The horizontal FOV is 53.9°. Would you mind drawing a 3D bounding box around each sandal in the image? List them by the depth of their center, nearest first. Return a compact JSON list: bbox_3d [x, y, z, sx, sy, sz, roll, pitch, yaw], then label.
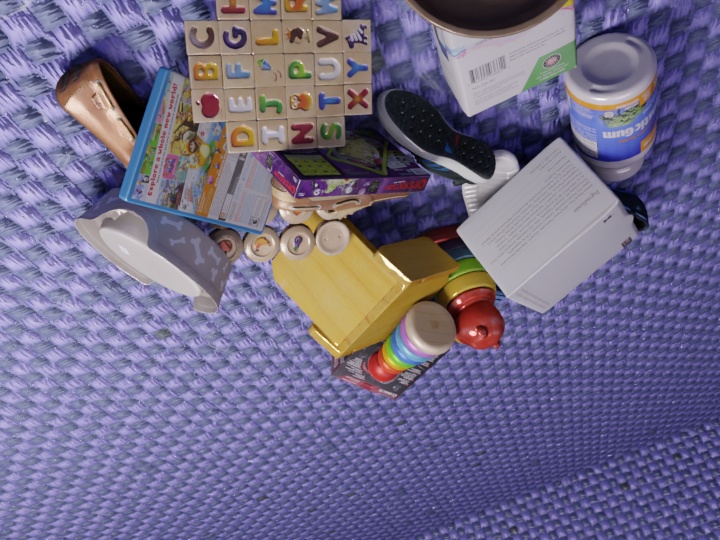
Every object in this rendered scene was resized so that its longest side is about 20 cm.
[{"bbox_3d":[0.191,-0.124,1.067,0.082,0.050,0.203,-2,151,3],"label":"sandal"}]

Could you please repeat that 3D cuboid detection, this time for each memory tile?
[{"bbox_3d":[-0.107,-0.084,0.924,0.198,0.017,0.155,-6,112,-21],"label":"memory tile"}]

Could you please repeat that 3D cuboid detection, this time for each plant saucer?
[{"bbox_3d":[0.118,-0.315,0.659,0.199,0.201,0.029,-24,180,6],"label":"plant saucer"}]

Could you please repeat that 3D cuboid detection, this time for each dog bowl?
[{"bbox_3d":[-0.248,-0.025,0.872,0.199,0.059,0.200,26,159,11],"label":"dog bowl"}]

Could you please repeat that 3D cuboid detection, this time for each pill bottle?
[{"bbox_3d":[0.343,-0.211,0.961,0.111,0.113,0.200,-25,145,8],"label":"pill bottle"}]

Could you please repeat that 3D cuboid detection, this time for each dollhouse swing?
[{"bbox_3d":[0.000,0.000,1.083,0.181,0.176,0.200,-15,153,-48],"label":"dollhouse swing"}]

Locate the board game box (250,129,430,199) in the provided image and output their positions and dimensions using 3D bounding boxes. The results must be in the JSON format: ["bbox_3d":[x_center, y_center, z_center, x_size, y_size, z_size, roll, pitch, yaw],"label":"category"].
[{"bbox_3d":[-0.025,-0.131,0.840,0.199,0.120,0.032,-8,136,-40],"label":"board game box"}]

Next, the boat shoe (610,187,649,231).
[{"bbox_3d":[0.409,-0.101,1.186,0.198,0.069,0.084,-3,143,-20],"label":"boat shoe"}]

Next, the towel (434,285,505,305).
[{"bbox_3d":[0.177,0.084,1.344,0.111,0.049,0.200,16,133,-40],"label":"towel"}]

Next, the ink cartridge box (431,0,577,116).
[{"bbox_3d":[0.152,-0.290,0.776,0.144,0.088,0.200,-24,147,5],"label":"ink cartridge box"}]

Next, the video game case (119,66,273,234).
[{"bbox_3d":[-0.165,-0.127,0.807,0.199,0.018,0.144,13,99,-52],"label":"video game case"}]

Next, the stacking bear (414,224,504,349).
[{"bbox_3d":[0.166,0.036,1.135,0.113,0.201,0.121,-28,145,13],"label":"stacking bear"}]

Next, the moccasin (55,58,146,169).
[{"bbox_3d":[-0.236,-0.156,0.784,0.077,0.074,0.202,-22,137,17],"label":"moccasin"}]

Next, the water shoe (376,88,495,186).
[{"bbox_3d":[0.087,-0.162,0.931,0.199,0.072,0.079,28,157,-28],"label":"water shoe"}]

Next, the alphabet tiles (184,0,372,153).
[{"bbox_3d":[-0.081,-0.212,0.749,0.198,0.006,0.168,-7,108,-19],"label":"alphabet tiles"}]

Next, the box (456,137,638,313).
[{"bbox_3d":[0.281,-0.057,1.047,0.200,0.131,0.199,-43,153,15],"label":"box"}]

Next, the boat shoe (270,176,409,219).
[{"bbox_3d":[-0.027,-0.107,0.902,0.199,0.076,0.074,0,125,-31],"label":"boat shoe"}]

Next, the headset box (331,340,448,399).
[{"bbox_3d":[0.046,0.150,1.312,0.148,0.075,0.200,23,129,-22],"label":"headset box"}]

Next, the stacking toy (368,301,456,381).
[{"bbox_3d":[0.072,0.126,1.138,0.085,0.086,0.200,-1,153,-26],"label":"stacking toy"}]
